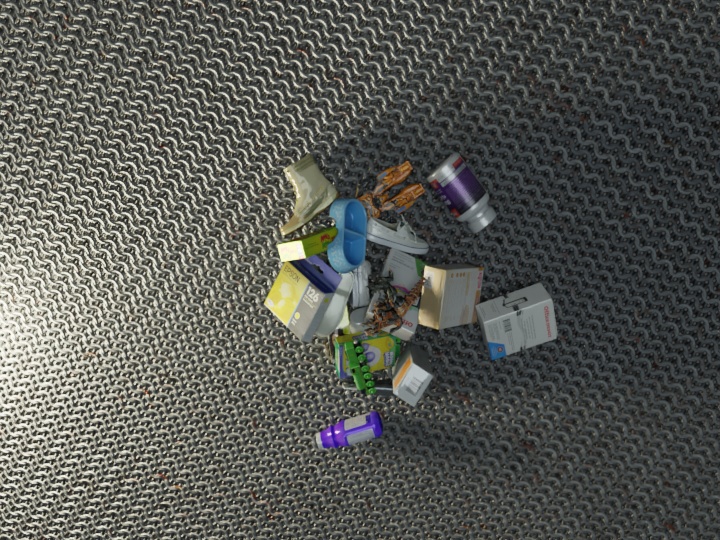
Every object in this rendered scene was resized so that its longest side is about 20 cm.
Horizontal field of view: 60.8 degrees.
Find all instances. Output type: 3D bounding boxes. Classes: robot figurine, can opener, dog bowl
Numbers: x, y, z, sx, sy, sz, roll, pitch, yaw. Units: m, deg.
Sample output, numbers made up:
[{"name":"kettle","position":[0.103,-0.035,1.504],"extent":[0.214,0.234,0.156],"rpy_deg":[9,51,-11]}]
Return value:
[{"name":"robot figurine","position":[0.072,-0.208,1.698],"extent":[0.197,0.058,0.147],"rpy_deg":[-32,95,6]},{"name":"can opener","position":[0.041,0.323,1.780],"extent":[0.193,0.053,0.069],"rpy_deg":[3,104,1]},{"name":"dog bowl","position":[-0.030,-0.097,1.629],"extent":[0.049,0.110,0.207],"rpy_deg":[-9,73,42]}]

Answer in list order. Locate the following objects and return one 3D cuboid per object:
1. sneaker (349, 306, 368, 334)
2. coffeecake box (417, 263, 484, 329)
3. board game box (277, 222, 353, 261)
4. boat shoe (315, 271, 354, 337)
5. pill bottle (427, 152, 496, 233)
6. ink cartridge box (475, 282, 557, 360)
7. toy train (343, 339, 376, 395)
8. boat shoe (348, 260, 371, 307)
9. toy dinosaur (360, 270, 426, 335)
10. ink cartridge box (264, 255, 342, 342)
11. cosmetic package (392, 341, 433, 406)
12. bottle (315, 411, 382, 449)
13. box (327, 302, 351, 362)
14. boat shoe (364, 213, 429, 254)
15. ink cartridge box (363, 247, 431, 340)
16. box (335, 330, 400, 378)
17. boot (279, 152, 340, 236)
[{"name":"sneaker","position":[0.060,0.138,1.752],"extent":[0.194,0.076,0.090],"rpy_deg":[-12,136,-13]},{"name":"coffeecake box","position":[0.248,0.066,1.664],"extent":[0.072,0.197,0.159],"rpy_deg":[13,101,40]},{"name":"board game box","position":[-0.116,-0.077,1.644],"extent":[0.100,0.198,0.049],"rpy_deg":[-6,102,42]},{"name":"boat shoe","position":[-0.073,0.085,1.694],"extent":[0.073,0.062,0.206],"rpy_deg":[19,100,-5]},{"name":"pill bottle","position":[0.279,-0.207,1.665],"extent":[0.111,0.112,0.202],"rpy_deg":[-38,95,7]},{"name":"ink cartridge box","position":[0.433,0.141,1.700],"extent":[0.194,0.085,0.149],"rpy_deg":[-19,124,3]},{"name":"toy train","position":[-0.002,0.271,1.691],"extent":[0.055,0.042,0.204],"rpy_deg":[-15,125,1]},{"name":"boat shoe","position":[0.000,0.000,1.733],"extent":[0.063,0.073,0.207],"rpy_deg":[-2,101,-15]},{"name":"toy dinosaur","position":[0.080,0.082,1.592],"extent":[0.198,0.102,0.138],"rpy_deg":[-37,96,-27]},{"name":"ink cartridge box","position":[-0.162,0.058,1.697],"extent":[0.196,0.046,0.204],"rpy_deg":[37,105,40]},{"name":"cosmetic package","position":[0.141,0.282,1.697],"extent":[0.070,0.200,0.103],"rpy_deg":[31,98,-3]},{"name":"bottle","position":[-0.032,0.471,1.790],"extent":[0.194,0.084,0.067],"rpy_deg":[-18,98,4]},{"name":"box","position":[-0.063,0.155,1.762],"extent":[0.073,0.050,0.207],"rpy_deg":[-9,97,3]},{"name":"boat shoe","position":[0.108,-0.109,1.687],"extent":[0.196,0.075,0.088],"rpy_deg":[16,109,-15]},{"name":"ink cartridge box","position":[0.109,0.066,1.684],"extent":[0.141,0.084,0.205],"rpy_deg":[23,70,-1]},{"name":"box","position":[0.027,0.228,1.727],"extent":[0.194,0.049,0.120],"rpy_deg":[-12,124,-17]},{"name":"boot","position":[-0.174,-0.208,1.699],"extent":[0.198,0.073,0.157],"rpy_deg":[-37,96,5]}]
